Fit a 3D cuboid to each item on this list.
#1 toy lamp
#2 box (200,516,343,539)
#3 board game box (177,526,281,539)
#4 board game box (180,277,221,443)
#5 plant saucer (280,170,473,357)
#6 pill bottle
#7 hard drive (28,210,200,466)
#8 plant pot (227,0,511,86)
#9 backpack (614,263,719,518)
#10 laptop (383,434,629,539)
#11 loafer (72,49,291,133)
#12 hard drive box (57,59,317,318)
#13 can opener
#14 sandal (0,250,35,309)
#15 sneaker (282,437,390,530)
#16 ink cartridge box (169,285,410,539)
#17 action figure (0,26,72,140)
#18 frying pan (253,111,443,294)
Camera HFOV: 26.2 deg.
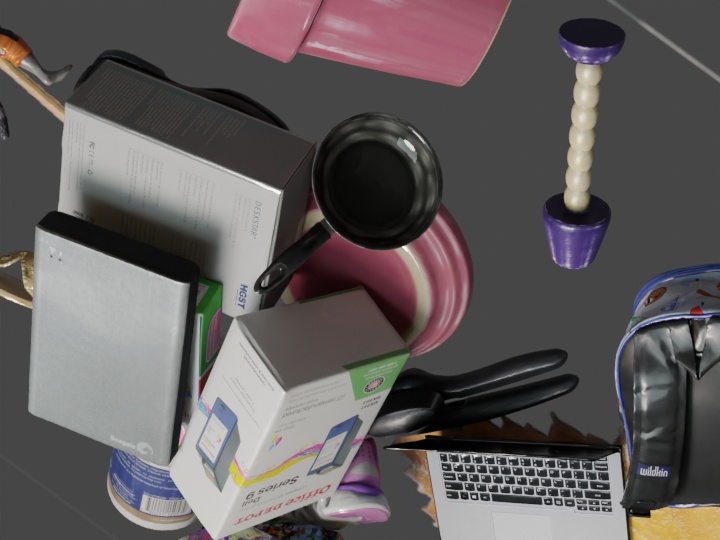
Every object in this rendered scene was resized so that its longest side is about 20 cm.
[{"bbox_3d":[0.174,-0.093,1.213,0.057,0.058,0.202,13,127,18],"label":"toy lamp"},{"bbox_3d":[-0.067,0.298,1.551,0.135,0.038,0.201,12,153,20],"label":"box"},{"bbox_3d":[-0.110,0.285,1.484,0.119,0.033,0.200,33,153,-12],"label":"board game box"},{"bbox_3d":[-0.200,0.072,1.363,0.151,0.040,0.202,20,135,12],"label":"board game box"},{"bbox_3d":[0.000,0.000,1.366,0.198,0.051,0.203,12,125,18],"label":"plant saucer"},{"bbox_3d":[-0.182,0.150,1.516,0.110,0.111,0.202,25,129,9],"label":"pill bottle"},{"bbox_3d":[-0.209,0.060,1.295,0.138,0.033,0.202,20,127,11],"label":"hard drive"},{"bbox_3d":[0.018,-0.227,1.126,0.177,0.201,0.201,22,130,-9],"label":"plant pot"},{"bbox_3d":[0.291,0.087,1.216,0.197,0.155,0.192,-5,127,22],"label":"backpack"},{"bbox_3d":[0.136,0.208,1.385,0.185,0.116,0.202,1,122,19],"label":"laptop"},{"bbox_3d":[-0.158,-0.128,1.348,0.198,0.063,0.073,23,127,11],"label":"loafer"},{"bbox_3d":[-0.149,-0.063,1.305,0.198,0.077,0.157,23,133,9],"label":"hard drive box"},{"bbox_3d":[0.101,0.115,1.388,0.198,0.079,0.064,-14,123,19],"label":"can opener"},{"bbox_3d":[-0.294,0.013,1.521,0.210,0.078,0.070,30,97,8],"label":"sandal"},{"bbox_3d":[-0.037,0.206,1.512,0.080,0.090,0.199,9,162,-30],"label":"sneaker"},{"bbox_3d":[-0.064,0.123,1.338,0.088,0.144,0.201,52,134,27],"label":"ink cartridge box"},{"bbox_3d":[-0.347,-0.220,1.359,0.199,0.105,0.194,-27,116,39],"label":"action figure"},{"bbox_3d":[-0.002,-0.039,1.272,0.114,0.192,0.031,28,165,-11],"label":"frying pan"}]
